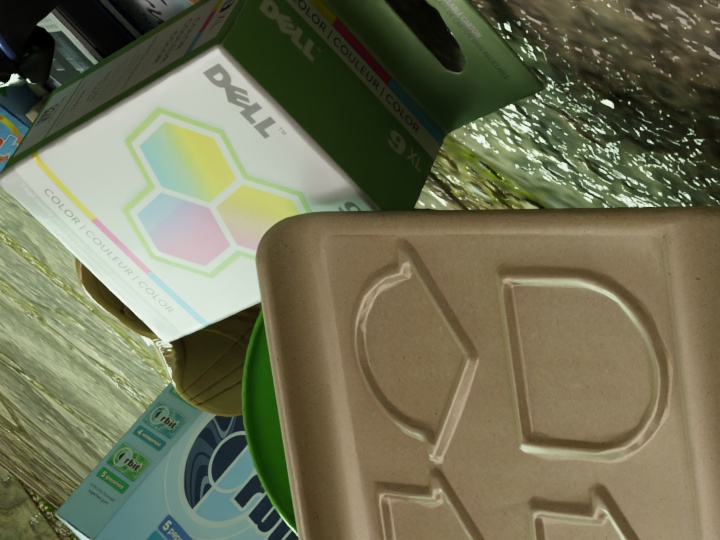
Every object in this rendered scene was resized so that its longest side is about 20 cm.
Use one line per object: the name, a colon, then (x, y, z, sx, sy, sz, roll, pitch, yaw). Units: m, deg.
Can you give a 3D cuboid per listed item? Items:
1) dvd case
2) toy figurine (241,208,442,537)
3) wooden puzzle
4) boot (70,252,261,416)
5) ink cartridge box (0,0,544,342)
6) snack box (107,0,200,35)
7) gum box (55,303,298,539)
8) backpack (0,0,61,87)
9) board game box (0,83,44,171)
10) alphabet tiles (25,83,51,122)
dvd case: (-0.094, -0.063, 0.861, 0.200, 0.025, 0.150, 47, 167, -20)
toy figurine: (0.068, 0.072, 0.812, 0.200, 0.150, 0.184, 48, -165, 16)
wooden puzzle: (0.062, 0.067, 0.661, 0.199, 0.046, 0.187, 0, 104, 37)
boot: (-0.122, -0.011, 1.104, 0.200, 0.072, 0.155, 48, -174, -48)
ink cartridge box: (-0.039, -0.051, 0.718, 0.199, 0.060, 0.104, -23, 121, 41)
snack box: (-0.065, -0.107, 0.821, 0.142, 0.053, 0.200, 47, 162, -26)
gum box: (-0.080, 0.134, 1.210, 0.044, 0.200, 0.170, 25, 157, 42)
backpack: (-0.184, -0.197, 0.688, 0.199, 0.147, 0.183, 29, 161, 24)
board game box: (-0.192, -0.107, 0.944, 0.200, 0.037, 0.152, 39, -162, -39)
alphabet tiles: (-0.132, -0.075, 0.967, 0.200, 0.008, 0.167, 49, -166, -11)
